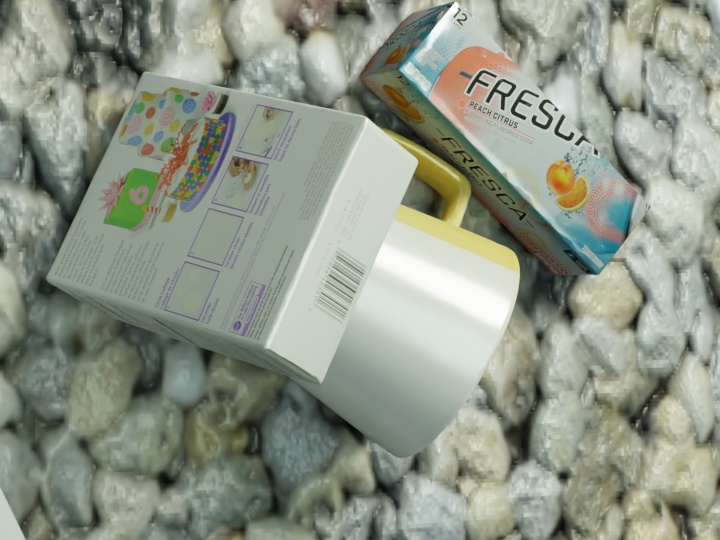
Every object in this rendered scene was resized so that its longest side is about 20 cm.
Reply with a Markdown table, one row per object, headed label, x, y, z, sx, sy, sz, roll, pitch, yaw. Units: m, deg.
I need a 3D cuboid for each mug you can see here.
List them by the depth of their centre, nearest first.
| label | x | y | z | sx | sy | sz | roll | pitch | yaw |
| --- | --- | --- | --- | --- | --- | --- | --- | --- | --- |
| mug | -0.004 | 0.009 | 1.351 | 0.153 | 0.187 | 0.150 | 29 | 112 | -14 |

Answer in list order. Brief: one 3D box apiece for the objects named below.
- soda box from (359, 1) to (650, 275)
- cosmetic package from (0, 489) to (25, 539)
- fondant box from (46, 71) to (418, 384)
| label | x | y | z | sx | sy | sz | roll | pitch | yaw |
| --- | --- | --- | --- | --- | --- | --- | --- | --- | --- |
| soda box | 0.096 | -0.085 | 1.410 | 0.200 | 0.068 | 0.064 | 44 | 74 | -18 |
| cosmetic package | -0.289 | 0.196 | 1.212 | 0.199 | 0.123 | 0.201 | -29 | 104 | -21 |
| fondant box | -0.078 | -0.029 | 1.260 | 0.058 | 0.199 | 0.145 | 34 | 76 | -47 |
